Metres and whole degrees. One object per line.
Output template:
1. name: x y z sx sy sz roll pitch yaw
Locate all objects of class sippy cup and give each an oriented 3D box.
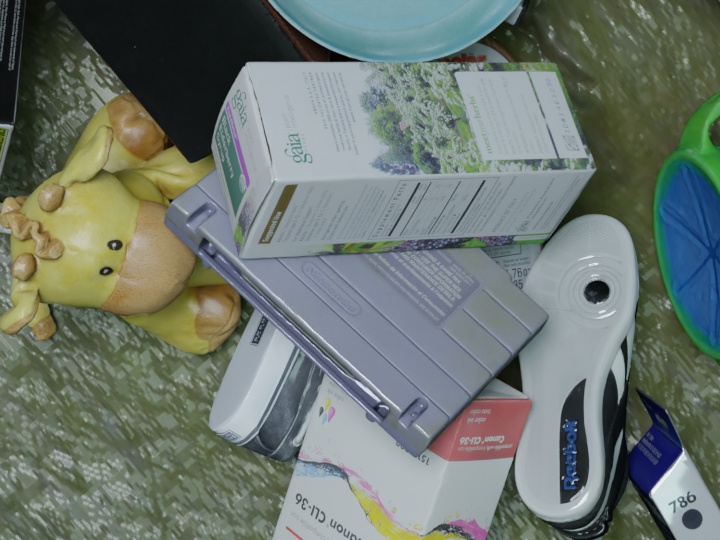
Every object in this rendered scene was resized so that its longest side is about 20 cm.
1. sippy cup: 0.271 -0.023 0.998 0.130 0.140 0.178 -13 132 -11

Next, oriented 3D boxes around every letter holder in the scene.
1. letter holder: -0.110 -0.191 0.919 0.100 0.142 0.200 -27 120 21

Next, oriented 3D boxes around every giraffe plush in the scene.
1. giraffe plush: -0.151 -0.024 0.962 0.199 0.162 0.173 -3 94 -2

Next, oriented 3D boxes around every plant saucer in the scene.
1. plant saucer: 0.017 -0.217 0.883 0.199 0.027 0.201 -4 100 -20

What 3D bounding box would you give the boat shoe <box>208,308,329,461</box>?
1. boat shoe: -0.023 0.028 1.018 0.068 0.072 0.201 29 82 -24

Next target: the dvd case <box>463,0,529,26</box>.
1. dvd case: 0.022 -0.233 0.977 0.199 0.143 0.018 24 132 -3

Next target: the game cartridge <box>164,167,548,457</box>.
1. game cartridge: 0.000 0.000 0.917 0.200 0.038 0.130 43 50 10

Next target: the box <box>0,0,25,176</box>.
1. box: -0.221 -0.147 0.938 0.035 0.110 0.201 8 63 -17

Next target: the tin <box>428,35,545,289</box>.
1. tin: 0.064 -0.054 1.006 0.112 0.042 0.201 -9 95 -36

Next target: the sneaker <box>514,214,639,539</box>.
1. sneaker: 0.141 0.073 1.018 0.073 0.112 0.201 5 70 19

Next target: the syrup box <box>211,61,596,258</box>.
1. syrup box: 0.023 -0.064 0.898 0.199 0.082 0.079 -4 60 -22

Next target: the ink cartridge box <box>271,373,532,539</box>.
1. ink cartridge box: 0.016 0.148 0.985 0.116 0.067 0.201 28 107 41

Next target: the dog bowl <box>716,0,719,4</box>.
1. dog bowl: 0.298 -0.238 1.015 0.199 0.059 0.201 0 93 -1

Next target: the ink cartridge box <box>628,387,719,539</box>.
1. ink cartridge box: 0.220 0.175 1.016 0.039 0.099 0.200 -29 93 2
